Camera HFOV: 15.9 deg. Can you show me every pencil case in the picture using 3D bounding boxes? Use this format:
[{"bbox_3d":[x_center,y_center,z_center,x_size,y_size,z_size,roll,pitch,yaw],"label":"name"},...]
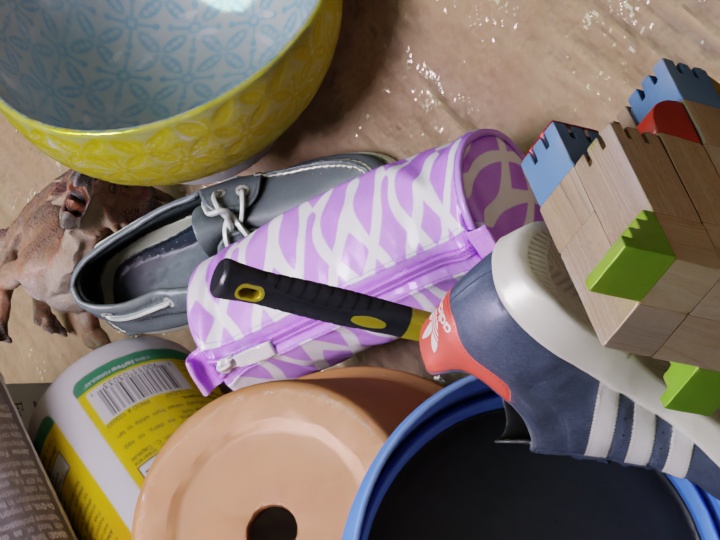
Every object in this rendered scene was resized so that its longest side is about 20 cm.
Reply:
[{"bbox_3d":[0.000,0.000,1.259,0.200,0.085,0.084,-27,100,34],"label":"pencil case"}]

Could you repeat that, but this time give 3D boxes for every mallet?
[{"bbox_3d":[0.031,0.018,1.170,0.066,0.200,0.041,-54,30,28],"label":"mallet"}]

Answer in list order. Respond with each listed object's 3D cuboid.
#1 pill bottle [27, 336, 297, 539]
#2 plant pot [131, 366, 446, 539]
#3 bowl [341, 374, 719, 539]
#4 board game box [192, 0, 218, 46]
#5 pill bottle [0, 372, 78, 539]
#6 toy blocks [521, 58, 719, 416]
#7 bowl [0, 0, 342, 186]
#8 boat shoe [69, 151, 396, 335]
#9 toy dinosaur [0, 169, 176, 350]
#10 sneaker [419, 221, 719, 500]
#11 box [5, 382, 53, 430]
[{"bbox_3d":[-0.088,0.137,1.371,0.200,0.113,0.113,49,126,37],"label":"pill bottle"},{"bbox_3d":[-0.017,0.132,1.201,0.200,0.140,0.200,-6,72,18],"label":"plant pot"},{"bbox_3d":[0.083,0.140,1.111,0.039,0.200,0.201,147,115,-67],"label":"bowl"},{"bbox_3d":[-0.110,-0.185,1.462,0.105,0.023,0.200,6,95,47],"label":"board game box"},{"bbox_3d":[-0.212,0.140,1.358,0.114,0.114,0.200,-42,68,42],"label":"pill bottle"},{"bbox_3d":[0.146,-0.024,1.045,0.100,0.200,0.137,-54,41,33],"label":"toy blocks"},{"bbox_3d":[-0.094,-0.109,1.357,0.200,0.200,0.108,41,161,41],"label":"bowl"},{"bbox_3d":[-0.066,-0.013,1.353,0.200,0.062,0.073,-20,74,30],"label":"boat shoe"},{"bbox_3d":[-0.169,-0.022,1.494,0.200,0.086,0.136,30,103,63],"label":"toy dinosaur"},{"bbox_3d":[0.108,0.056,1.082,0.084,0.200,0.075,-36,31,31],"label":"sneaker"},{"bbox_3d":[-0.227,0.190,1.522,0.200,0.131,0.199,-34,66,44],"label":"box"}]
